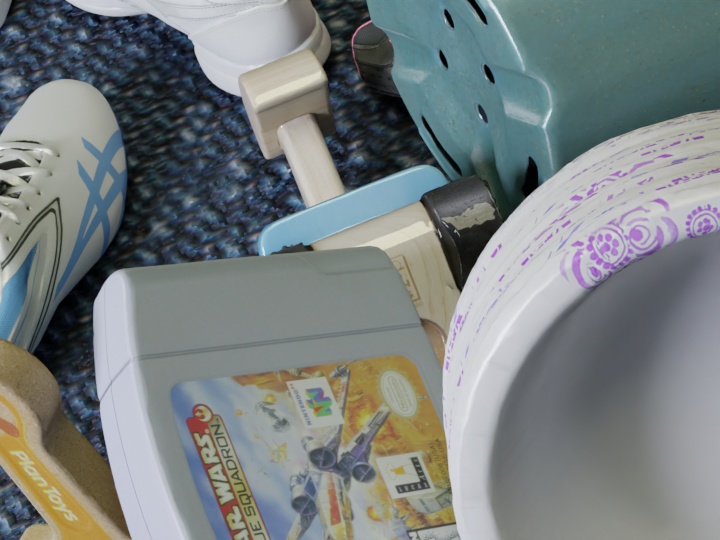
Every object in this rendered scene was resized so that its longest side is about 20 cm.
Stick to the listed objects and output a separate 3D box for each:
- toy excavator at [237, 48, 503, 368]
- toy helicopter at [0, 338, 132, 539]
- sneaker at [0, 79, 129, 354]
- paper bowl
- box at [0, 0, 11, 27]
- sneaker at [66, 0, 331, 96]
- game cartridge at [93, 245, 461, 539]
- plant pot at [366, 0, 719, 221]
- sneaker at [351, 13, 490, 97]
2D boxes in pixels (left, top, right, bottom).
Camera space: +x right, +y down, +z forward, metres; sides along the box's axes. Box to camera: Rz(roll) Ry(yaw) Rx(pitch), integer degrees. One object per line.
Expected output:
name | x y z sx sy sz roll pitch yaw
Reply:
toy excavator | 0.000 0.000 1.098 0.100 0.200 0.195 -22 92 -6
toy helicopter | -0.084 0.096 0.958 0.132 0.200 0.079 -3 45 38
sneaker | -0.156 -0.016 1.165 0.072 0.073 0.200 4 49 20
paper bowl | 0.127 0.041 0.882 0.200 0.201 0.104 -12 25 4
box | -0.245 -0.251 1.307 0.130 0.199 0.200 -2 49 14
sneaker | -0.094 -0.160 1.256 0.200 0.100 0.075 30 64 35
game cartridge | -0.015 0.083 0.915 0.133 0.042 0.200 -4 60 -39
plant pot | 0.118 -0.121 1.088 0.196 0.201 0.200 -28 48 -16
sneaker | 0.057 -0.151 1.235 0.095 0.079 0.200 3 48 32
